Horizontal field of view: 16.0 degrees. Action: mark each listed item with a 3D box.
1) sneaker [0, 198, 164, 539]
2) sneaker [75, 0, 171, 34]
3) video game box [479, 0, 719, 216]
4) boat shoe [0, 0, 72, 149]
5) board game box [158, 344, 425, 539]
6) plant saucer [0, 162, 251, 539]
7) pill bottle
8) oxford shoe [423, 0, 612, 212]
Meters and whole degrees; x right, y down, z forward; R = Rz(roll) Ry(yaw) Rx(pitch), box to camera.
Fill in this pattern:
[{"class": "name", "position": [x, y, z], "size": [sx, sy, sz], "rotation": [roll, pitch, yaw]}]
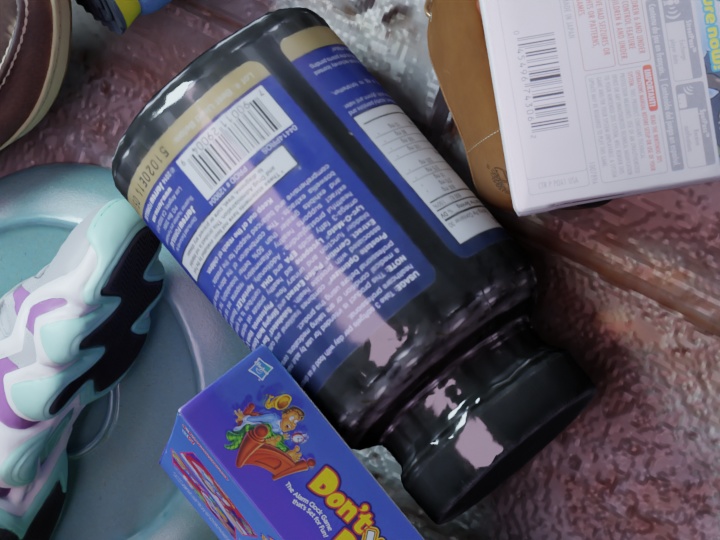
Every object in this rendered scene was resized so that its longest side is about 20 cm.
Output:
[{"class": "sneaker", "position": [-0.177, 0.030, 1.120], "size": [0.140, 0.078, 0.200], "rotation": [34, 111, 17]}, {"class": "sneaker", "position": [-0.135, -0.186, 1.112], "size": [0.078, 0.066, 0.200], "rotation": [-42, 65, -10]}, {"class": "video game box", "position": [0.130, -0.134, 0.953], "size": [0.182, 0.047, 0.200], "rotation": [-9, 94, 4]}, {"class": "boat shoe", "position": [-0.192, -0.072, 1.114], "size": [0.072, 0.072, 0.200], "rotation": [53, 134, 7]}, {"class": "board game box", "position": [0.000, 0.131, 1.038], "size": [0.045, 0.134, 0.200], "rotation": [-38, 85, -14]}, {"class": "plant saucer", "position": [-0.133, 0.052, 1.161], "size": [0.200, 0.027, 0.200], "rotation": [5, 101, 26]}, {"class": "pill bottle", "position": [0.000, 0.000, 1.038], "size": [0.112, 0.112, 0.200], "rotation": [-45, 78, 25]}, {"class": "oxford shoe", "position": [0.049, -0.119, 1.023], "size": [0.071, 0.071, 0.200], "rotation": [-9, 90, 50]}]
